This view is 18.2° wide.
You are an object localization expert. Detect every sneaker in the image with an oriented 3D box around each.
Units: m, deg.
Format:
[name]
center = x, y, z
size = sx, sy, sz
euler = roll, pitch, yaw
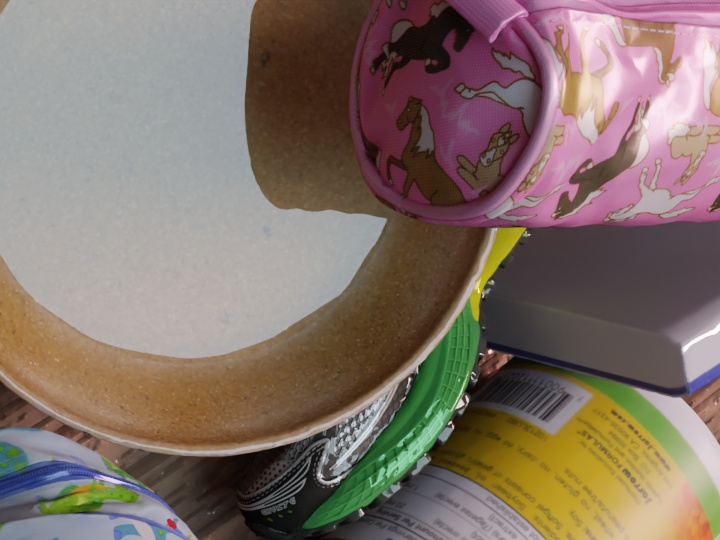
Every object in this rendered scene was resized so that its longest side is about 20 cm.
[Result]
[sneaker]
center = 0.000, 0.000, 0.792
size = 0.085, 0.078, 0.200
euler = 28, 77, -25

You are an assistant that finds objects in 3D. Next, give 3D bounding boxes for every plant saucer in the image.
[plant saucer]
center = -0.051, -0.042, 0.719
size = 0.200, 0.035, 0.201
euler = -1, 94, -16

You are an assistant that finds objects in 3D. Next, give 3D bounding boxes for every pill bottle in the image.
[pill bottle]
center = 0.037, 0.124, 0.812
size = 0.200, 0.111, 0.111
euler = -41, 122, -27

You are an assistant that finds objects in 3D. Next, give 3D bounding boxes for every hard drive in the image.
[hard drive]
center = 0.140, -0.015, 0.859
size = 0.200, 0.132, 0.025
euler = -28, 116, -34

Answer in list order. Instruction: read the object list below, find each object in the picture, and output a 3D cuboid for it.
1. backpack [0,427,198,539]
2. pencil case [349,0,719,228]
[backpack]
center = -0.124, 0.135, 0.627
size = 0.163, 0.200, 0.154
euler = 39, 43, -38
[pencil case]
center = 0.088, -0.056, 0.710
size = 0.200, 0.083, 0.087
euler = -5, 101, -43
